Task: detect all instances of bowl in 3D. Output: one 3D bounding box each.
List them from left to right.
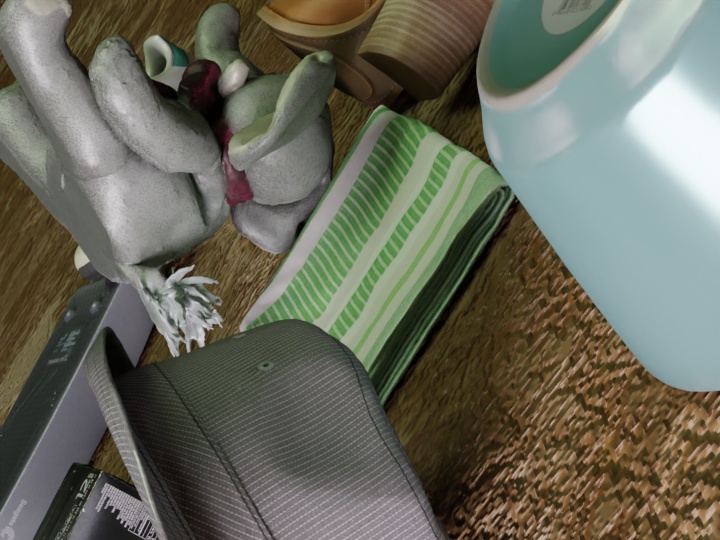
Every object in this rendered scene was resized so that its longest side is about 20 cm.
[{"bbox_3d":[0.110,-0.074,0.600,0.201,0.104,0.202,-50,22,27],"label":"bowl"}]

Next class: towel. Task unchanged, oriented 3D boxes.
[{"bbox_3d":[0.000,0.000,0.905,0.153,0.023,0.200,-57,18,5],"label":"towel"}]

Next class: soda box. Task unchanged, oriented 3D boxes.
[{"bbox_3d":[-0.157,0.200,0.946,0.201,0.063,0.071,-63,18,-11],"label":"soda box"}]

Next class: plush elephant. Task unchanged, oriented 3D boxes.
[{"bbox_3d":[-0.085,-0.072,0.988,0.154,0.201,0.165,-32,-15,-21],"label":"plush elephant"}]

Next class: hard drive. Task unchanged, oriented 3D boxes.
[{"bbox_3d":[-0.204,0.100,1.255,0.201,0.042,0.135,-64,18,-17],"label":"hard drive"}]

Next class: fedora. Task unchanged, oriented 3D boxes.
[{"bbox_3d":[-0.024,0.085,0.679,0.090,0.178,0.200,-30,17,-7],"label":"fedora"}]

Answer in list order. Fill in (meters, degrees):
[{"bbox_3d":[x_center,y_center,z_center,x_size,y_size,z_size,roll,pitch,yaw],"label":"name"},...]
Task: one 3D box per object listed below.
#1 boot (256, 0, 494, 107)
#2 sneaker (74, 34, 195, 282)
[{"bbox_3d":[0.030,-0.170,0.994,0.156,0.076,0.200,-58,20,-8],"label":"boot"},{"bbox_3d":[-0.157,-0.080,1.281,0.070,0.093,0.200,-26,25,45],"label":"sneaker"}]
